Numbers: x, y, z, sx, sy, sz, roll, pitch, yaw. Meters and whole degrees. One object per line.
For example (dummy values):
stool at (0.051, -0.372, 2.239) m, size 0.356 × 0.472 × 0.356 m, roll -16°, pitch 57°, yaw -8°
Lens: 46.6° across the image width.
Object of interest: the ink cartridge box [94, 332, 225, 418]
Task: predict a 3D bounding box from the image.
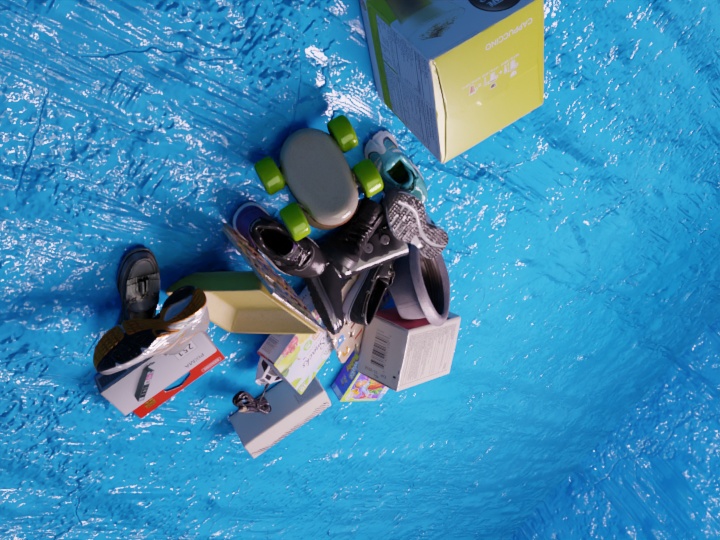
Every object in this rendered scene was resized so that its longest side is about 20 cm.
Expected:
ink cartridge box at (-0.344, 0.185, 1.484) m, size 0.198 × 0.044 × 0.175 m, roll -35°, pitch 143°, yaw -7°

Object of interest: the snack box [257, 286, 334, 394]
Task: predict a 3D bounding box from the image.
snack box at (-0.093, 0.115, 1.576) m, size 0.202 × 0.052 × 0.143 m, roll -54°, pitch 149°, yaw -14°

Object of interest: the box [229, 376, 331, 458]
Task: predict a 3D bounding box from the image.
box at (-0.164, 0.291, 1.726) m, size 0.198 × 0.083 × 0.069 m, roll -33°, pitch 145°, yaw -7°

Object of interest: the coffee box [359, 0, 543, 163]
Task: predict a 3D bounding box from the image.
coffee box at (0.139, -0.327, 1.239) m, size 0.197 × 0.199 × 0.202 m, roll -31°, pitch 144°, yaw -11°

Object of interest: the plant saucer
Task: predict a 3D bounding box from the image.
plant saucer at (-0.192, 0.050, 1.400) m, size 0.200 × 0.196 × 0.050 m, roll 41°, pitch 54°, yaw -54°

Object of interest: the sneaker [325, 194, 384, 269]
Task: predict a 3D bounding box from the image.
sneaker at (-0.003, -0.076, 1.405) m, size 0.105 × 0.059 × 0.200 m, roll -58°, pitch -178°, yaw 15°

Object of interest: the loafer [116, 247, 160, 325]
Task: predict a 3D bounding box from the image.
loafer at (-0.346, 0.058, 1.327) m, size 0.071 × 0.063 × 0.203 m, roll -12°, pitch 136°, yaw -32°

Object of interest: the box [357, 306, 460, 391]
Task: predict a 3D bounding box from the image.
box at (0.100, 0.148, 1.695) m, size 0.198 × 0.107 × 0.131 m, roll -8°, pitch 113°, yaw -52°

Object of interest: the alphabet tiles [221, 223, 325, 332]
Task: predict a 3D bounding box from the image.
alphabet tiles at (-0.146, 0.005, 1.334) m, size 0.008 × 0.200 × 0.167 m, roll -43°, pitch 145°, yaw 3°

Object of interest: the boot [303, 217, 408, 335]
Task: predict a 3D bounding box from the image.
boot at (0.000, -0.001, 1.512) m, size 0.197 × 0.168 × 0.065 m, roll -26°, pitch -174°, yaw -19°

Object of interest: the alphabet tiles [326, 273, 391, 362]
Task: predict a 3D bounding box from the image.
alphabet tiles at (0.001, 0.073, 1.623) m, size 0.197 × 0.014 × 0.202 m, roll -53°, pitch 147°, yaw -27°

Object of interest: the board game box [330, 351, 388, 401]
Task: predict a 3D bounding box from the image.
board game box at (0.037, 0.199, 1.839) m, size 0.133 × 0.045 × 0.202 m, roll 6°, pitch 124°, yaw -45°

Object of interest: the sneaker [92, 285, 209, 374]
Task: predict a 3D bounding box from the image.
sneaker at (-0.317, 0.112, 1.305) m, size 0.197 × 0.076 × 0.093 m, roll -30°, pitch 145°, yaw -15°

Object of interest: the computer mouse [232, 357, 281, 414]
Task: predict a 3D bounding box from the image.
computer mouse at (-0.175, 0.186, 1.619) m, size 0.109 × 0.044 × 0.203 m, roll 17°, pitch 104°, yaw -55°

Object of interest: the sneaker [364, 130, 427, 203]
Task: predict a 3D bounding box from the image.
sneaker at (0.069, -0.158, 1.457) m, size 0.077 × 0.080 × 0.200 m, roll -42°, pitch 145°, yaw 5°

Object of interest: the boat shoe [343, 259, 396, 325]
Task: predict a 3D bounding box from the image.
boat shoe at (0.035, 0.013, 1.571) m, size 0.203 × 0.056 × 0.069 m, roll -62°, pitch 149°, yaw -12°

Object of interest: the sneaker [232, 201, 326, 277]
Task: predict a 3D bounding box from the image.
sneaker at (-0.121, -0.031, 1.374) m, size 0.199 × 0.087 × 0.077 m, roll 33°, pitch 92°, yaw -39°

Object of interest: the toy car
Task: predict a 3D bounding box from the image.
toy car at (-0.066, -0.130, 1.358) m, size 0.162 × 0.160 × 0.200 m, roll -30°, pitch 172°, yaw -6°

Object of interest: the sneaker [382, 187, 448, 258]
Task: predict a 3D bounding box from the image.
sneaker at (0.082, -0.089, 1.468) m, size 0.074 × 0.080 × 0.200 m, roll -45°, pitch 144°, yaw 1°

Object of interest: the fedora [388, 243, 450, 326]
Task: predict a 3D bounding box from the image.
fedora at (0.107, 0.025, 1.639) m, size 0.088 × 0.202 × 0.179 m, roll -17°, pitch 120°, yaw 20°
